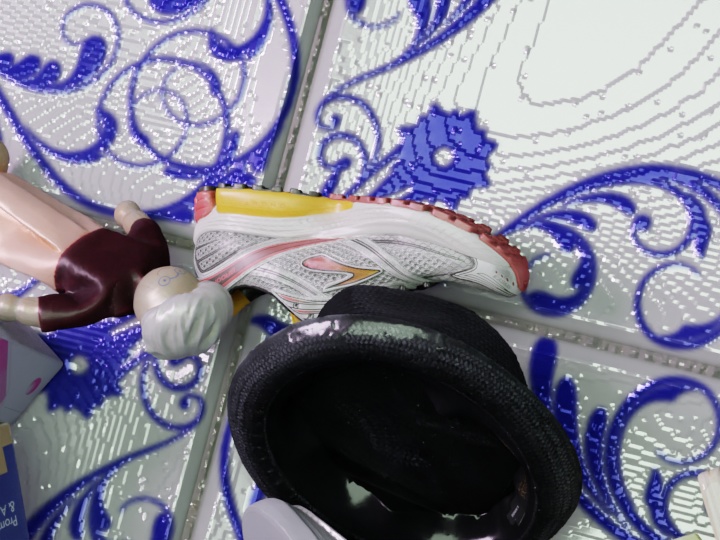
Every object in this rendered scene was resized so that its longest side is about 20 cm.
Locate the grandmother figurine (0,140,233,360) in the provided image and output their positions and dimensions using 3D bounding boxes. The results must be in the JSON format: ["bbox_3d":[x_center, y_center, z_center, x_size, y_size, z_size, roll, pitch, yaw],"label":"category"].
[{"bbox_3d":[-0.158,-0.005,1.624,0.200,0.061,0.121,26,56,27],"label":"grandmother figurine"}]

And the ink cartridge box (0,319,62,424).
[{"bbox_3d":[-0.269,0.099,1.588,0.043,0.200,0.196,42,92,15],"label":"ink cartridge box"}]

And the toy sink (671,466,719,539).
[{"bbox_3d":[0.172,0.218,1.513,0.112,0.130,0.201,-18,79,9],"label":"toy sink"}]

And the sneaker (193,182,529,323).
[{"bbox_3d":[0.000,0.000,1.617,0.199,0.078,0.082,4,86,22],"label":"sneaker"}]

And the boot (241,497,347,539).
[{"bbox_3d":[0.026,0.186,1.538,0.095,0.074,0.200,-25,60,-29],"label":"boot"}]

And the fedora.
[{"bbox_3d":[0.029,0.074,1.563,0.200,0.201,0.092,2,42,12],"label":"fedora"}]

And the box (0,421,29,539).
[{"bbox_3d":[-0.225,0.195,1.576,0.032,0.121,0.201,2,106,36],"label":"box"}]
